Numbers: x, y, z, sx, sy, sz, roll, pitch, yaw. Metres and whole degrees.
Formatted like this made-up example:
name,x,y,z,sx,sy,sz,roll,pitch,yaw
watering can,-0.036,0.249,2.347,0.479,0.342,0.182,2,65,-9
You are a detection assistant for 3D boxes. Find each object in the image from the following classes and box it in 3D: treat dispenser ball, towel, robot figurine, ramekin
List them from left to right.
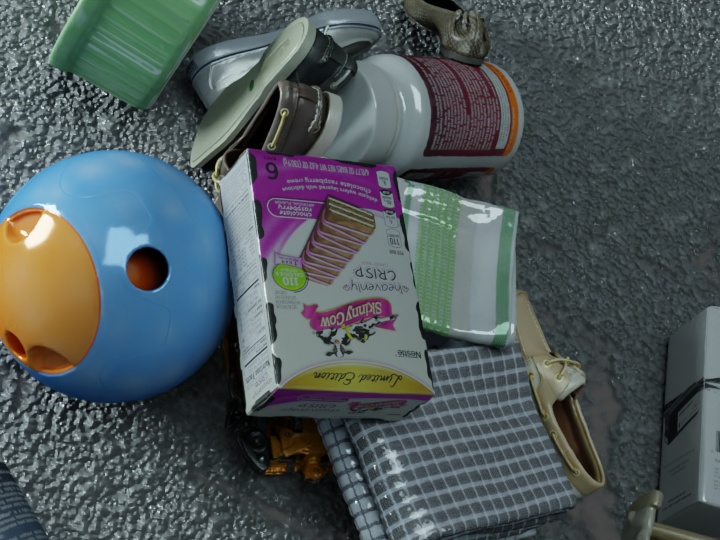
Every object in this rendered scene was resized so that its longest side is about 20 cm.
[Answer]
name,x,y,z,sx,sy,sz,roll,pitch,yaw
treat dispenser ball,-0.198,0.005,1.154,0.200,0.201,0.202,9,62,-17
ramekin,-0.183,-0.241,1.293,0.097,0.200,0.201,33,57,-10
robot figurine,-0.054,0.092,1.250,0.144,0.058,0.201,1,63,-20
towel,0.041,-0.020,1.224,0.199,0.031,0.150,16,50,-14
towel,0.074,0.146,1.189,0.199,0.086,0.166,-7,62,-36

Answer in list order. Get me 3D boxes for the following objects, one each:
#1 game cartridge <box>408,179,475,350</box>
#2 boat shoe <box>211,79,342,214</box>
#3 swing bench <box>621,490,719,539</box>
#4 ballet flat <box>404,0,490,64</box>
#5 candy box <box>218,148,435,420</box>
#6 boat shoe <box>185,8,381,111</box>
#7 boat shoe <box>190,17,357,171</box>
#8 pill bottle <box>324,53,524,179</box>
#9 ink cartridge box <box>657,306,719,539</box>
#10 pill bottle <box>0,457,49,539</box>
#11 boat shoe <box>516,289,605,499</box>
name,x,y,z,sx,sy,sz,roll,pitch,yaw
game cartridge,0.056,0.010,1.347,0.133,0.042,0.200,-37,81,-27
boat shoe,-0.091,-0.088,1.243,0.059,0.200,0.072,20,45,-27
swing bench,0.286,0.326,1.222,0.199,0.130,0.200,23,59,-2
ballet flat,0.088,-0.251,1.425,0.067,0.047,0.200,10,22,-13
candy box,-0.028,0.012,1.117,0.136,0.061,0.201,4,63,-29
boat shoe,-0.059,-0.187,1.380,0.201,0.075,0.086,-18,71,-25
boat shoe,-0.083,-0.141,1.283,0.067,0.200,0.072,27,46,-29
pill bottle,0.049,-0.142,1.341,0.199,0.114,0.115,-4,64,-45
ink cartridge box,0.365,0.153,1.362,0.144,0.084,0.201,18,60,-12
pill bottle,-0.299,0.198,1.065,0.119,0.120,0.200,-26,76,-30
boat shoe,0.170,0.107,1.291,0.074,0.069,0.201,-14,87,-57
